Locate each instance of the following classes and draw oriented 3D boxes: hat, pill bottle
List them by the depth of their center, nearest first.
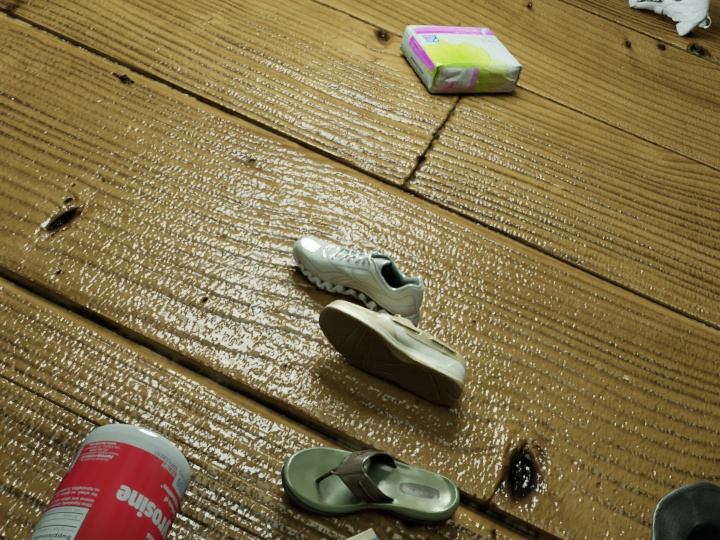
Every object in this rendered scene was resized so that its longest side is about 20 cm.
[{"bbox_3d":[-0.237,0.248,0.760,0.112,0.112,0.200,18,42,-1],"label":"pill bottle"},{"bbox_3d":[0.388,0.335,0.913,0.200,0.081,0.201,11,50,-13],"label":"hat"}]

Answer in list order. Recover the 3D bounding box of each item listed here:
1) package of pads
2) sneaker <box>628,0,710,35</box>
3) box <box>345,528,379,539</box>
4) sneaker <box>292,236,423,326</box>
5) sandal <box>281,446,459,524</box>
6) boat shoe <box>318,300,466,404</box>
[{"bbox_3d":[0.198,-0.411,1.640,0.200,0.068,0.155,-7,47,-24],"label":"package of pads"},{"bbox_3d":[0.767,-0.641,2.081,0.200,0.115,0.075,3,29,37],"label":"sneaker"},{"bbox_3d":[0.011,0.354,0.796,0.121,0.032,0.200,-15,53,-32],"label":"box"},{"bbox_3d":[0.000,0.000,1.130,0.200,0.081,0.075,29,45,14],"label":"sneaker"},{"bbox_3d":[0.014,0.223,0.914,0.201,0.057,0.080,9,43,-10],"label":"sandal"},{"bbox_3d":[0.043,0.093,1.057,0.200,0.074,0.069,32,40,1],"label":"boat shoe"}]
